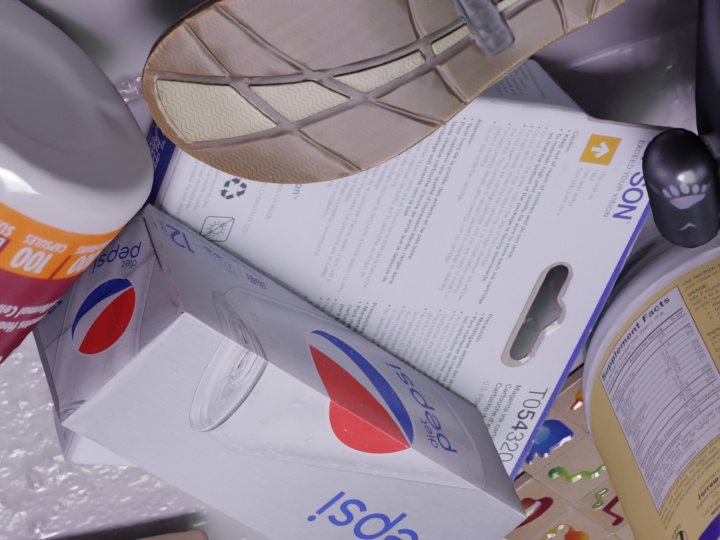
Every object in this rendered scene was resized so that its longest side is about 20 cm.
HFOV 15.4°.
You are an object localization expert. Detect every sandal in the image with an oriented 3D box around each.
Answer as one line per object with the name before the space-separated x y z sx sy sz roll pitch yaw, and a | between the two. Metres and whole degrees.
sandal | 0.019 -0.095 0.932 0.200 0.054 0.080 -29 112 0

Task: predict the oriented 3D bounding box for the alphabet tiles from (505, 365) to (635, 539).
alphabet tiles | 0.155 0.072 1.202 0.200 0.008 0.167 -39 134 17

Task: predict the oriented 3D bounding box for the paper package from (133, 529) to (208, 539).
paper package | -0.140 0.219 1.094 0.200 0.191 0.104 -9 139 -12

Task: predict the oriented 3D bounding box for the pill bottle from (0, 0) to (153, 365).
pill bottle | -0.174 0.003 0.929 0.114 0.114 0.200 25 119 -37

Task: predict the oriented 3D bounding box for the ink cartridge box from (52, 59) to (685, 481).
ink cartridge box | 0.000 0.000 1.046 0.200 0.043 0.196 5 128 -26

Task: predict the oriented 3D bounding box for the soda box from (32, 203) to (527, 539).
soda box | -0.028 0.056 1.014 0.068 0.063 0.200 -41 132 17

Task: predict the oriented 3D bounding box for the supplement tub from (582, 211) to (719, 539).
supplement tub | 0.171 0.070 1.057 0.145 0.200 0.146 -8 130 -9

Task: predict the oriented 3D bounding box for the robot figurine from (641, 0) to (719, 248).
robot figurine | 0.181 -0.073 0.964 0.150 0.125 0.200 4 163 8
